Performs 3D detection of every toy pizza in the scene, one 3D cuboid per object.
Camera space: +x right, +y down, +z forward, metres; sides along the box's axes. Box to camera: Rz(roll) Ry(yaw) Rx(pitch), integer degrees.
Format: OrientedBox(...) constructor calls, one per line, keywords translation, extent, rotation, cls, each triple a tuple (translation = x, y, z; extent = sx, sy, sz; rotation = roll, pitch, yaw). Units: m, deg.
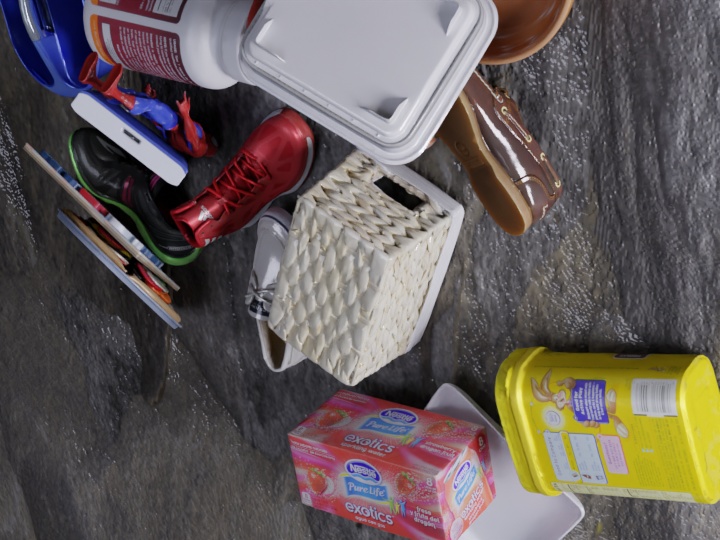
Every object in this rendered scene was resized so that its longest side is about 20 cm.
OrientedBox(translation=(-0.276, -0.009, 1.680), extent=(0.200, 0.032, 0.200), rotation=(43, 174, 6), cls="toy pizza")

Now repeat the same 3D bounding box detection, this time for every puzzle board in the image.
OrientedBox(translation=(-0.297, -0.063, 1.667), extent=(0.200, 0.017, 0.151), rotation=(43, 176, 18), cls="puzzle board")

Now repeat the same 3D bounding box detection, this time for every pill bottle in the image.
OrientedBox(translation=(-0.174, -0.246, 1.444), extent=(0.198, 0.113, 0.114), rotation=(18, 127, 31), cls="pill bottle")

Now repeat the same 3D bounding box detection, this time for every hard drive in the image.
OrientedBox(translation=(-0.240, -0.143, 1.514), extent=(0.131, 0.025, 0.200), rotation=(37, -179, -10), cls="hard drive")

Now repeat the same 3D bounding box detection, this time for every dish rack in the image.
OrientedBox(translation=(0.001, -0.207, 1.240), extent=(0.199, 0.044, 0.173), rotation=(32, 89, 17), cls="dish rack")

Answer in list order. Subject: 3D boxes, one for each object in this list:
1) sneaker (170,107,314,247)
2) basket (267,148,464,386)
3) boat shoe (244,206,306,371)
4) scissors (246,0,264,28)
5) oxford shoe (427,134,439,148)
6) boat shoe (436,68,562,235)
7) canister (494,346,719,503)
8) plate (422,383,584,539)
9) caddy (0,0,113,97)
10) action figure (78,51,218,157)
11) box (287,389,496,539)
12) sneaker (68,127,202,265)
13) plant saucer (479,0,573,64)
OrientedBox(translation=(-0.128, -0.083, 1.508), extent=(0.078, 0.115, 0.200), rotation=(44, 137, 6), cls="sneaker")
OrientedBox(translation=(0.000, 0.000, 1.448), extent=(0.135, 0.123, 0.201), rotation=(34, 134, 19), cls="basket")
OrientedBox(translation=(-0.092, 0.027, 1.568), extent=(0.071, 0.070, 0.202), rotation=(27, 137, 32), cls="boat shoe")
OrientedBox(translation=(-0.079, -0.304, 1.363), extent=(0.014, 0.073, 0.202), rotation=(8, 88, 20), cls="scissors")
OrientedBox(translation=(0.024, -0.208, 1.324), extent=(0.073, 0.072, 0.200), rotation=(-36, 113, 20), cls="oxford shoe")
OrientedBox(translation=(0.113, -0.131, 1.300), extent=(0.201, 0.070, 0.070), rotation=(57, 156, -18), cls="boat shoe")
OrientedBox(translation=(0.243, 0.148, 1.368), extent=(0.198, 0.086, 0.150), rotation=(-1, 116, 39), cls="canister")
OrientedBox(translation=(0.131, 0.236, 1.556), extent=(0.199, 0.032, 0.201), rotation=(42, 136, 11), cls="plate")
OrientedBox(translation=(-0.327, -0.290, 1.548), extent=(0.140, 0.105, 0.202), rotation=(7, 120, 36), cls="caddy")
OrientedBox(translation=(-0.209, -0.166, 1.501), extent=(0.065, 0.052, 0.200), rotation=(22, 170, 35), cls="action figure")
OrientedBox(translation=(0.033, 0.208, 1.525), extent=(0.198, 0.102, 0.096), rotation=(11, 123, 37), cls="box")
OrientedBox(translation=(-0.248, -0.098, 1.639), extent=(0.200, 0.077, 0.084), rotation=(43, 131, -4), cls="sneaker")
OrientedBox(translation=(0.105, -0.280, 1.244), extent=(0.199, 0.037, 0.202), rotation=(22, 129, 29), cls="plant saucer")
